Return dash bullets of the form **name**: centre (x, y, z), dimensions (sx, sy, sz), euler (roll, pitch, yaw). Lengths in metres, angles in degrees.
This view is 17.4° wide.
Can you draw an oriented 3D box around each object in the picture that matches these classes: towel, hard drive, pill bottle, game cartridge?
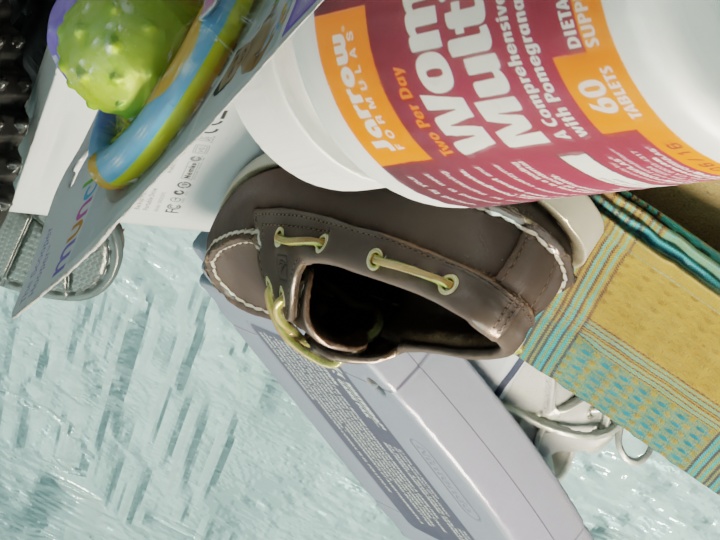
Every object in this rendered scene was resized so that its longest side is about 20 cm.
- **towel**: centre (0.093, 0.015, 0.822), dimensions (0.199, 0.022, 0.147), euler (34, 158, 3)
- **hard drive**: centre (-0.024, -0.046, 0.875), dimensions (0.198, 0.026, 0.132), euler (5, 157, -15)
- **pill bottle**: centre (0.049, -0.074, 0.651), dimensions (0.109, 0.110, 0.199), euler (41, 155, -26)
- **game cartridge**: centre (0.021, 0.064, 0.976), dimensions (0.133, 0.042, 0.200), euler (15, 148, 52)

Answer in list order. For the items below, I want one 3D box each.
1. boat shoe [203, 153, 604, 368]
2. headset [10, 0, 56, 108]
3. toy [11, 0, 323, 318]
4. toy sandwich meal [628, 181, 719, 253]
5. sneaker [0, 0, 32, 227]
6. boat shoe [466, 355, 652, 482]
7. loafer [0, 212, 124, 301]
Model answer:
- **boat shoe**: centre (0.000, 0.000, 0.811), dimensions (0.072, 0.060, 0.199), euler (43, 155, -27)
- **headset**: centre (-0.149, -0.090, 0.923), dimensions (0.199, 0.095, 0.124), euler (-11, 138, 25)
- **toy**: centre (-0.051, -0.080, 0.653), dimensions (0.047, 0.116, 0.200), euler (34, 140, -19)
- **toy sandwich meal**: centre (0.144, -0.060, 0.750), dimensions (0.204, 0.071, 0.206), euler (21, 152, 12)
- **sneaker**: centre (-0.174, -0.095, 0.847), dimensions (0.090, 0.202, 0.066), euler (-12, 174, 34)
- **boat shoe**: centre (0.087, 0.048, 0.979), dimensions (0.086, 0.075, 0.202), euler (24, 155, 6)
- **loafer**: centre (-0.194, -0.055, 1.078), dimensions (0.199, 0.063, 0.072), euler (27, 111, -2)
